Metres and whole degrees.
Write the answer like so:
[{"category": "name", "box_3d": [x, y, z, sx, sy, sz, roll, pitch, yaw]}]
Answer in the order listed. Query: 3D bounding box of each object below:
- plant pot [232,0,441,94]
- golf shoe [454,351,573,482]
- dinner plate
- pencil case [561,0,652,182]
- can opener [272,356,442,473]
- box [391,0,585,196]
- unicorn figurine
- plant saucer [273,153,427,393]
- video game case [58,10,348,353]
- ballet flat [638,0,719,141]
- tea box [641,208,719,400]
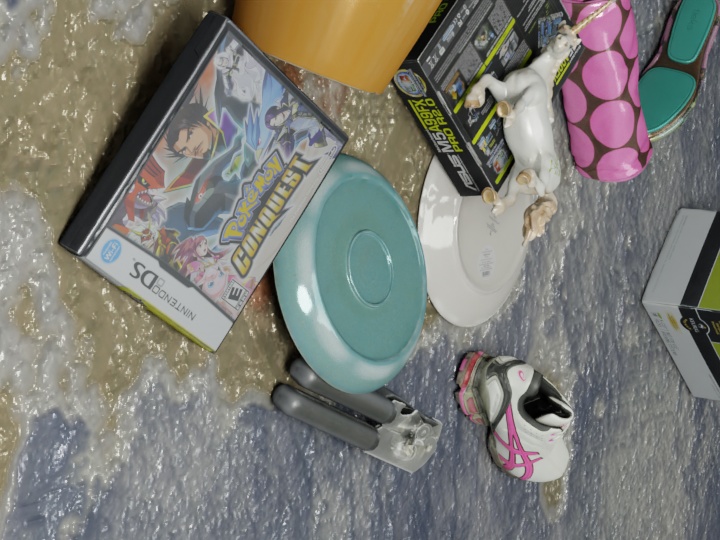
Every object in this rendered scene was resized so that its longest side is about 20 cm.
[{"category": "plant pot", "box_3d": [-0.008, -0.239, 1.433, 0.200, 0.199, 0.184, 9, 105, -55]}, {"category": "golf shoe", "box_3d": [0.165, 0.151, 1.825, 0.200, 0.092, 0.073, 51, 55, -48]}, {"category": "dinner plate", "box_3d": [0.116, -0.046, 1.775, 0.200, 0.024, 0.202, -17, 111, -52]}, {"category": "pencil case", "box_3d": [0.241, -0.193, 1.872, 0.094, 0.090, 0.201, -53, 140, -54]}, {"category": "can opener", "box_3d": [-0.005, 0.119, 1.623, 0.199, 0.067, 0.054, 29, 95, -44]}, {"category": "box", "box_3d": [0.114, -0.192, 1.705, 0.201, 0.044, 0.161, -57, 131, -31]}, {"category": "unicorn figurine", "box_3d": [0.149, -0.134, 1.670, 0.137, 0.073, 0.202, -26, 125, -55]}, {"category": "plant saucer", "box_3d": [0.000, 0.000, 1.575, 0.200, 0.027, 0.202, 18, 67, -51]}, {"category": "video game case", "box_3d": [-0.109, -0.060, 1.408, 0.201, 0.025, 0.181, -58, 140, -7]}, {"category": "ballet flat", "box_3d": [0.333, -0.203, 2.023, 0.071, 0.069, 0.201, 74, 37, -60]}, {"category": "tea box", "box_3d": [0.446, 0.048, 2.111, 0.134, 0.196, 0.200, -63, 141, -25]}]
